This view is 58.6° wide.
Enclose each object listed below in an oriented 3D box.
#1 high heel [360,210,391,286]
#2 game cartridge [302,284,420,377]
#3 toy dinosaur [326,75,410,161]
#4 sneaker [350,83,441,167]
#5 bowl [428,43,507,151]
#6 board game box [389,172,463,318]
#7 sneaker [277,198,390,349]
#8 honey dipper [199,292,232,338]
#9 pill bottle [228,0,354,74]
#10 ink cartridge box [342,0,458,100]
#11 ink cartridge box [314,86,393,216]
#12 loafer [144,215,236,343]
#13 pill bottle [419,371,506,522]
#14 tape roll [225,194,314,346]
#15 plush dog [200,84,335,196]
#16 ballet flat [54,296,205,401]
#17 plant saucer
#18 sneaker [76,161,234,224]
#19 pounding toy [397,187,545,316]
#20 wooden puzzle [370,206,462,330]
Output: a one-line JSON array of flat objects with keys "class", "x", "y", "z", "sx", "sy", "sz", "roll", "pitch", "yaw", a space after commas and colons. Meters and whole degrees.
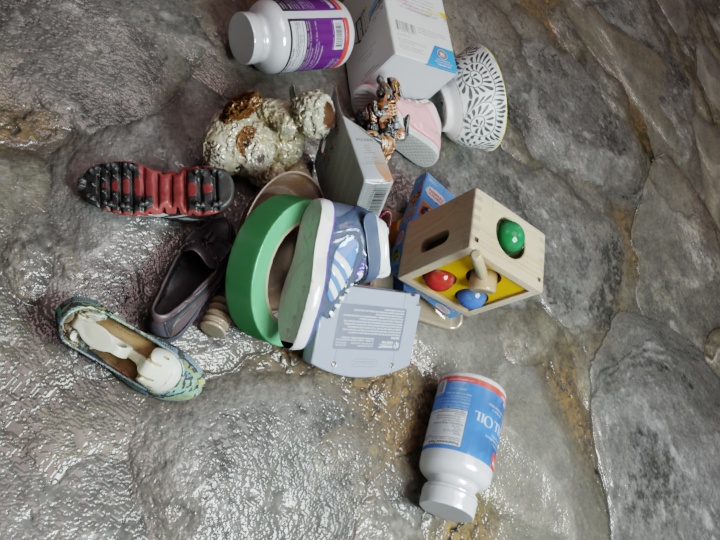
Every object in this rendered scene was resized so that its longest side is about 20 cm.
[{"class": "high heel", "x": 0.000, "y": 0.000, "z": 0.988, "sx": 0.067, "sy": 0.096, "sz": 0.202, "roll": 21, "pitch": 60, "yaw": -26}, {"class": "game cartridge", "x": 0.004, "y": 0.090, "z": 0.952, "sx": 0.198, "sy": 0.040, "sz": 0.135, "roll": 9, "pitch": 90, "yaw": -41}, {"class": "toy dinosaur", "x": 0.015, "y": -0.222, "z": 1.069, "sx": 0.134, "sy": 0.102, "sz": 0.203, "roll": 8, "pitch": 76, "yaw": -15}, {"class": "sneaker", "x": 0.072, "y": -0.286, "z": 1.172, "sx": 0.199, "sy": 0.075, "sz": 0.106, "roll": 35, "pitch": 53, "yaw": -22}, {"class": "bowl", "x": 0.188, "y": -0.317, "z": 1.216, "sx": 0.093, "sy": 0.201, "sz": 0.203, "roll": -14, "pitch": 78, "yaw": -12}, {"class": "board game box", "x": 0.132, "y": -0.044, "z": 1.083, "sx": 0.151, "sy": 0.036, "sz": 0.202, "roll": 36, "pitch": 54, "yaw": -23}, {"class": "sneaker", "x": -0.019, "y": 0.015, "z": 0.847, "sx": 0.145, "sy": 0.080, "sz": 0.203, "roll": 16, "pitch": 83, "yaw": -34}, {"class": "honey dipper", "x": -0.170, "y": 0.003, "z": 0.909, "sx": 0.038, "sy": 0.038, "sz": 0.202, "roll": 33, "pitch": 53, "yaw": -19}, {"class": "pill bottle", "x": -0.113, "y": -0.387, "z": 1.058, "sx": 0.199, "sy": 0.112, "sz": 0.114, "roll": -20, "pitch": 83, "yaw": -38}, {"class": "ink cartridge box", "x": 0.064, "y": -0.423, "z": 1.175, "sx": 0.146, "sy": 0.144, "sz": 0.203, "roll": 4, "pitch": 69, "yaw": -34}, {"class": "ink cartridge box", "x": -0.017, "y": -0.146, "z": 0.963, "sx": 0.049, "sy": 0.163, "sz": 0.202, "roll": 0, "pitch": 53, "yaw": -19}, {"class": "loafer", "x": -0.218, "y": 0.001, "z": 0.847, "sx": 0.071, "sy": 0.063, "sz": 0.202, "roll": 23, "pitch": 58, "yaw": 1}, {"class": "pill bottle", "x": 0.152, "y": 0.267, "z": 0.975, "sx": 0.112, "sy": 0.112, "sz": 0.202, "roll": 32, "pitch": 57, "yaw": -20}, {"class": "tape roll", "x": -0.098, "y": 0.000, "z": 0.877, "sx": 0.200, "sy": 0.048, "sz": 0.203, "roll": -31, "pitch": 128, "yaw": -51}, {"class": "plush dog", "x": -0.153, "y": -0.190, "z": 0.934, "sx": 0.160, "sy": 0.202, "sz": 0.171, "roll": 41, "pitch": 34, "yaw": 29}, {"class": "ballet flat", "x": -0.276, "y": 0.103, "z": 0.768, "sx": 0.199, "sy": 0.074, "sz": 0.075, "roll": 32, "pitch": 56, "yaw": -17}, {"class": "plant saucer", "x": -0.116, "y": -0.042, "z": 0.910, "sx": 0.200, "sy": 0.036, "sz": 0.203, "roll": -31, "pitch": 128, "yaw": -51}, {"class": "sneaker", "x": -0.269, "y": -0.101, "z": 0.861, "sx": 0.197, "sy": 0.098, "sz": 0.072, "roll": 1, "pitch": 82, "yaw": -10}, {"class": "pounding toy", "x": 0.167, "y": -0.015, "z": 0.942, "sx": 0.183, "sy": 0.199, "sz": 0.144, "roll": 27, "pitch": 59, "yaw": -28}, {"class": "wooden puzzle", "x": 0.098, "y": -0.009, "z": 1.092, "sx": 0.198, "sy": 0.046, "sz": 0.188, "roll": 16, "pitch": 63, "yaw": -29}]
